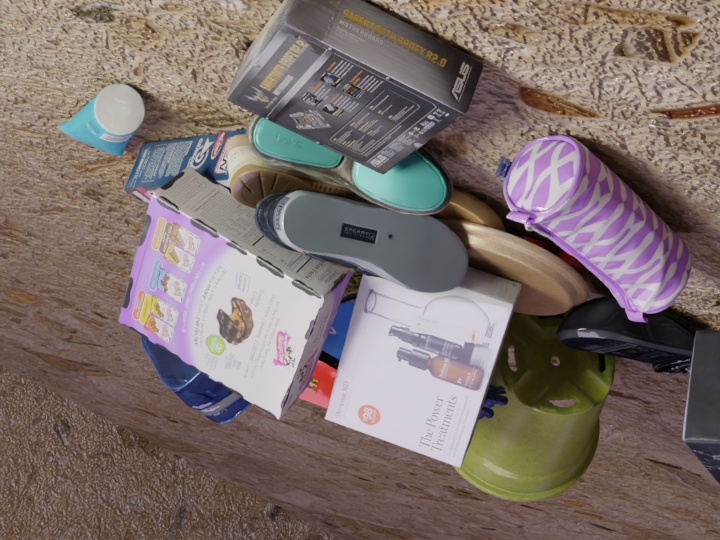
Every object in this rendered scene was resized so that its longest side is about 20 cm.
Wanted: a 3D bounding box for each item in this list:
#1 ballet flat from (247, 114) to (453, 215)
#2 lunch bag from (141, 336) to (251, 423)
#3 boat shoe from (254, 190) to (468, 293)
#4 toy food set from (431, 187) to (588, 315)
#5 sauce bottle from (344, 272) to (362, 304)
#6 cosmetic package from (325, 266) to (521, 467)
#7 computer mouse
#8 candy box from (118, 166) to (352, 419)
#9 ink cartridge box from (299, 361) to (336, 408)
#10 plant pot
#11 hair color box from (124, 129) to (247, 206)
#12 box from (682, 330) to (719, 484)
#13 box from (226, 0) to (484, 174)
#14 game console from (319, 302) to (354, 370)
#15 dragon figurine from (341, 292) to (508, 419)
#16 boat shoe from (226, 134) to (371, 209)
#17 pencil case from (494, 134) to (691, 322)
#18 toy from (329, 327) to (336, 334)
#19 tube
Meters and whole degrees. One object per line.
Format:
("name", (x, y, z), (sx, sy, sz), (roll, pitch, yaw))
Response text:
("ballet flat", (-0.006, -0.105, 1.360), (0.198, 0.068, 0.064), (19, -169, 8))
("lunch bag", (-0.160, 0.086, 1.902), (0.132, 0.200, 0.136), (44, -171, -49))
("boat shoe", (0.001, -0.034, 1.392), (0.199, 0.071, 0.091), (18, 180, -24))
("toy food set", (0.132, -0.012, 1.479), (0.198, 0.049, 0.198), (20, 164, 1))
("sauce bottle", (0.000, 0.000, 1.568), (0.199, 0.066, 0.066), (36, 158, -26))
("cosmetic package", (0.060, 0.082, 1.480), (0.150, 0.052, 0.201), (19, 120, 9))
("computer mouse", (0.288, 0.062, 1.524), (0.198, 0.053, 0.138), (13, 166, -27))
("candy box", (-0.125, 0.023, 1.468), (0.199, 0.072, 0.169), (31, 128, 11))
("ink cartridge box", (0.011, 0.116, 1.836), (0.198, 0.175, 0.044), (21, -159, 0))
("plant pot", (0.195, 0.131, 1.653), (0.199, 0.202, 0.185), (20, 152, 1))
("hair color box", (-0.149, -0.090, 1.553), (0.100, 0.061, 0.199), (33, 159, -35))
("box", (0.437, 0.148, 1.441), (0.198, 0.118, 0.197), (0, 155, 30))
("box", (-0.010, -0.153, 1.211), (0.157, 0.049, 0.200), (25, 163, -12))
("game console", (-0.011, 0.031, 1.666), (0.199, 0.119, 0.170), (30, 162, -29))
("dragon figurine", (0.071, 0.084, 1.543), (0.199, 0.100, 0.059), (29, 128, -25))
("boat shoe", (-0.045, -0.082, 1.453), (0.199, 0.065, 0.072), (17, 132, -35))
("pencil case", (0.202, -0.036, 1.260), (0.084, 0.086, 0.199), (4, 157, 48))
("toy", (-0.132, 0.037, 1.563), (0.199, 0.047, 0.115), (-2, 136, 39))
("tube", (-0.266, -0.149, 1.545), (0.077, 0.051, 0.200), (30, 166, -15))
